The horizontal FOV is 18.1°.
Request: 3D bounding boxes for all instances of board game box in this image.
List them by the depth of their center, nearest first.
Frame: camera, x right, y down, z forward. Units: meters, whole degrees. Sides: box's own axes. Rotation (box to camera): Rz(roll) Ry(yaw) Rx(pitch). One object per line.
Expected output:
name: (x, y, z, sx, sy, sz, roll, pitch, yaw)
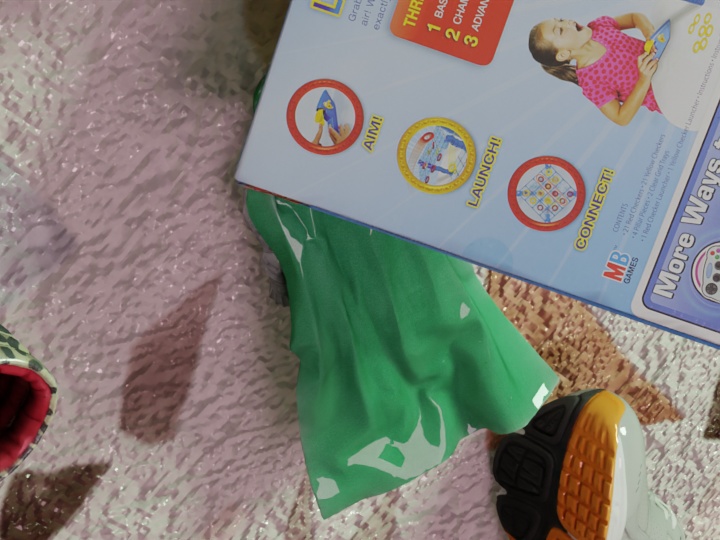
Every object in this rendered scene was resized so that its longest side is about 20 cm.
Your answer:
board game box: (0.079, -0.096, 0.794, 0.196, 0.056, 0.200, 19, 107, -2)

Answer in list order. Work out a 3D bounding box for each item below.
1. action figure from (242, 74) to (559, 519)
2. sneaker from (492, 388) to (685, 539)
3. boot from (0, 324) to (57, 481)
action figure: (0.000, 0.000, 0.912, 0.118, 0.055, 0.200, -32, 130, -12)
sneaker: (0.118, 0.119, 1.098, 0.092, 0.076, 0.200, -29, 144, -28)
boot: (-0.208, 0.029, 0.694, 0.203, 0.154, 0.074, -23, 134, -23)
